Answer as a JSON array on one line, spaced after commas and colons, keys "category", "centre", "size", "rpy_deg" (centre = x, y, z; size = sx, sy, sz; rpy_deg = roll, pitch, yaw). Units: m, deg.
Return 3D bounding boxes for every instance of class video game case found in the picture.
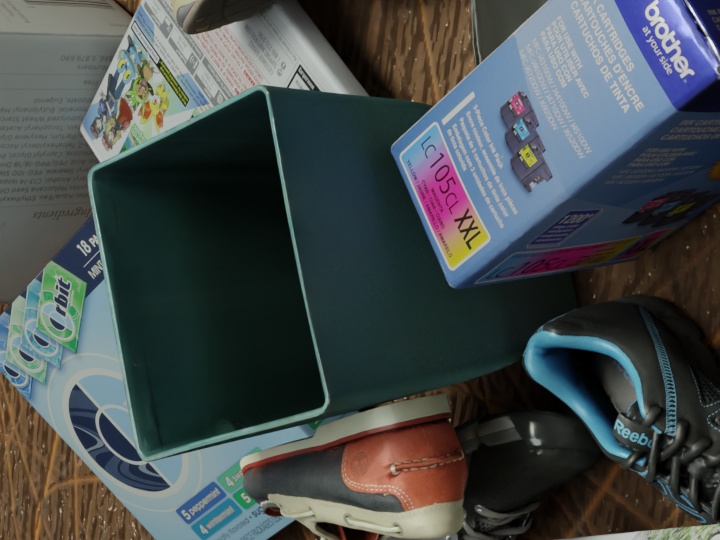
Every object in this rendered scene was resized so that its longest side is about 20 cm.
[{"category": "video game case", "centre": [-0.078, -0.080, 1.054], "size": [0.200, 0.022, 0.183], "rpy_deg": [54, 130, 28]}]

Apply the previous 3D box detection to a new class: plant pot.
[{"category": "plant pot", "centre": [0.000, 0.000, 0.885], "size": [0.141, 0.199, 0.142], "rpy_deg": [-19, 79, 46]}]

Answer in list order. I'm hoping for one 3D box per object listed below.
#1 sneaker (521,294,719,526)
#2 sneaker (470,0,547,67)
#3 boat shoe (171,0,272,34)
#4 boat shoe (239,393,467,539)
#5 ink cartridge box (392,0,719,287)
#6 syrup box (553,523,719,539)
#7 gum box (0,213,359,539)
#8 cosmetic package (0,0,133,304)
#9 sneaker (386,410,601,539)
[{"category": "sneaker", "centre": [0.152, 0.086, 0.814], "size": [0.200, 0.082, 0.073], "rpy_deg": [41, 120, 36]}, {"category": "sneaker", "centre": [0.059, -0.163, 0.873], "size": [0.075, 0.106, 0.201], "rpy_deg": [13, 103, 46]}, {"category": "boat shoe", "centre": [-0.057, -0.198, 0.925], "size": [0.073, 0.074, 0.200], "rpy_deg": [59, 139, 13]}, {"category": "boat shoe", "centre": [-0.005, 0.106, 0.894], "size": [0.200, 0.071, 0.063], "rpy_deg": [-29, 75, 64]}, {"category": "ink cartridge box", "centre": [0.127, -0.077, 0.773], "size": [0.200, 0.136, 0.077], "rpy_deg": [-42, 67, 42]}, {"category": "syrup box", "centre": [0.141, 0.165, 0.790], "size": [0.082, 0.079, 0.200], "rpy_deg": [49, 150, -12]}, {"category": "gum box", "centre": [-0.107, 0.068, 1.054], "size": [0.200, 0.045, 0.170], "rpy_deg": [47, 135, -3]}, {"category": "cosmetic package", "centre": [-0.261, -0.100, 1.187], "size": [0.165, 0.165, 0.201], "rpy_deg": [42, 123, 38]}, {"category": "sneaker", "centre": [0.057, 0.145, 0.916], "size": [0.200, 0.075, 0.116], "rpy_deg": [-36, 51, 54]}]
